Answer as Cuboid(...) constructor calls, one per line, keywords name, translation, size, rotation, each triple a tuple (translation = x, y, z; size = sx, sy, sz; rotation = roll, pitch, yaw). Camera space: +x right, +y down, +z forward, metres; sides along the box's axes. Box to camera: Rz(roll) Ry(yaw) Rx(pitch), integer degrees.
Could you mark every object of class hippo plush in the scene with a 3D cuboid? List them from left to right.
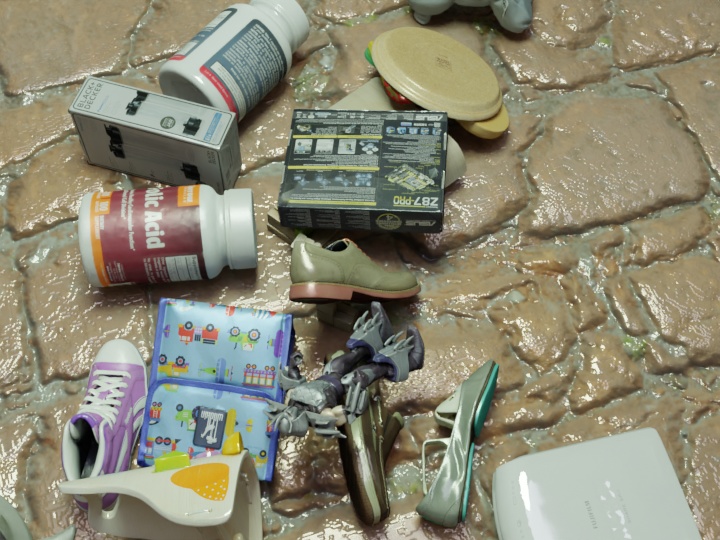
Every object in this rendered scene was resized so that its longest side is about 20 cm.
Cuboid(name="hippo plush", translation=(0.151, -0.400, 1.341), size=(0.160, 0.160, 0.200), rotation=(-10, 40, 27))

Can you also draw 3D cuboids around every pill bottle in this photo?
Cuboid(name="pill bottle", translation=(-0.226, -0.043, 1.120), size=(0.199, 0.114, 0.115), rotation=(-5, 61, -5))
Cuboid(name="pill bottle", translation=(-0.162, -0.285, 1.255), size=(0.119, 0.120, 0.200), rotation=(34, 65, 16))

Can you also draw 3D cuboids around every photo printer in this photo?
Cuboid(name="photo printer", translation=(0.244, 0.264, 0.990), size=(0.199, 0.070, 0.167), rotation=(-10, 62, -8))

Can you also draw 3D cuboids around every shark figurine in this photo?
Cuboid(name="shark figurine", translation=(-0.388, 0.260, 0.964), size=(0.214, 0.090, 0.128), rotation=(42, 66, 17))

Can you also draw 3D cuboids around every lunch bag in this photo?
Cuboid(name="lunch bag", translation=(-0.161, 0.145, 1.046), size=(0.150, 0.094, 0.201), rotation=(7, 73, 0))

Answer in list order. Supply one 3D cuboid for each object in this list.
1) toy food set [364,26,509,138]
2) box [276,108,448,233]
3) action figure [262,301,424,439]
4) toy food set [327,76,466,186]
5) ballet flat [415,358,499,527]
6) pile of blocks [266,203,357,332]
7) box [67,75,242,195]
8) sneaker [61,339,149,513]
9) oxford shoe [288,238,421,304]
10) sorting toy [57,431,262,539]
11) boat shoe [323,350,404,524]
Cuboid(name="toy food set", translation=(0.104, -0.260, 1.260), size=(0.199, 0.049, 0.198), rotation=(6, 45, -24))
Cuboid(name="box", translation=(0.007, -0.126, 1.148), size=(0.199, 0.049, 0.162), rotation=(2, 55, 5))
Cuboid(name="action figure", translation=(-0.023, 0.114, 0.987), size=(0.130, 0.070, 0.200), rotation=(19, 39, 37))
Cuboid(name="toy food set", translation=(0.022, -0.158, 1.232), size=(0.143, 0.061, 0.200), rotation=(-36, 61, -17))
Cuboid(name="ballet flat", translation=(0.105, 0.182, 1.035), size=(0.063, 0.067, 0.201), rotation=(11, 60, 13))
Cuboid(name="pile of blocks", translation=(-0.046, -0.023, 1.145), size=(0.082, 0.062, 0.200), rotation=(-24, 65, -14))
Cuboid(name="box", translation=(-0.257, -0.168, 1.188), size=(0.199, 0.117, 0.060), rotation=(14, 61, 7))
Cuboid(name="sneaker", translation=(-0.275, 0.151, 1.011), size=(0.072, 0.114, 0.201), rotation=(-1, 60, -1))
Cuboid(name="oxford shoe", translation=(0.000, 0.000, 1.075), size=(0.070, 0.200, 0.075), rotation=(-9, 82, 39))
Cuboid(name="sorting toy", translation=(-0.197, 0.231, 0.926), size=(0.179, 0.200, 0.107), rotation=(-2, 58, 2))
Cuboid(name="boat shoe", translation=(0.014, 0.175, 1.032), size=(0.074, 0.075, 0.203), rotation=(-7, 61, -13))
